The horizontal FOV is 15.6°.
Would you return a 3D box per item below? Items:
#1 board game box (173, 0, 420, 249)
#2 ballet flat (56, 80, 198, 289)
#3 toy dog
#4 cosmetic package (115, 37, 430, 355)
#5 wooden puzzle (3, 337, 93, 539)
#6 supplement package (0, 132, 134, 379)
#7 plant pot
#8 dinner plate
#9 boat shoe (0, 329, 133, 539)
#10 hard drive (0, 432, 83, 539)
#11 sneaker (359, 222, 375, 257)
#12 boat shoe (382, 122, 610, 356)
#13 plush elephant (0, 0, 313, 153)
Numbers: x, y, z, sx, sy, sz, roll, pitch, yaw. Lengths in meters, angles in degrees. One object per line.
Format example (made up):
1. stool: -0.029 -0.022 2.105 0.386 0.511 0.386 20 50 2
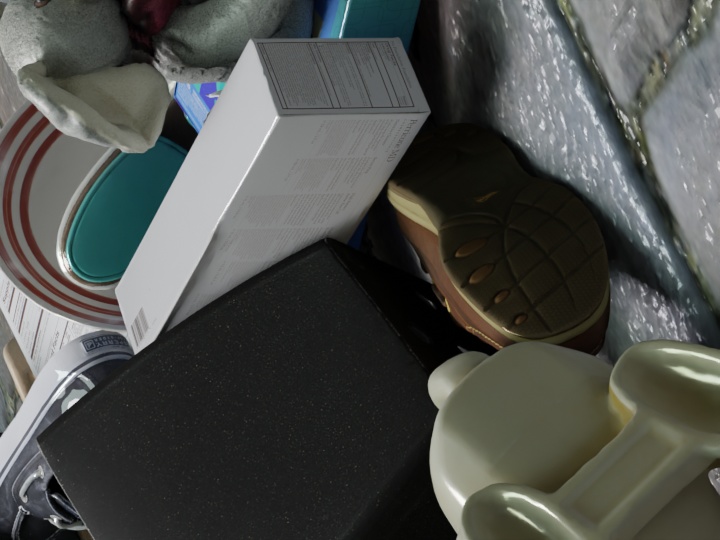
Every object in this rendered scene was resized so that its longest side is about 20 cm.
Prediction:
1. board game box: -0.034 -0.124 1.333 0.152 0.045 0.201 56 146 38
2. ballet flat: -0.103 -0.076 1.481 0.069 0.201 0.069 35 179 1
3. toy dog: 0.105 0.137 1.110 0.193 0.140 0.201 19 147 41
4. cosmetic package: -0.046 -0.032 1.262 0.200 0.082 0.051 -56 44 46
5. wooden puzzle: -0.115 0.105 1.710 0.201 0.184 0.037 64 161 13
6. supplement package: -0.109 0.025 1.599 0.201 0.151 0.151 59 145 31
7. plant pot: -0.003 0.104 1.278 0.199 0.178 0.200 23 -158 -49
8. dinner plate: -0.122 -0.045 1.520 0.201 0.199 0.024 58 164 31
9. boat shoe: -0.168 0.118 1.518 0.068 0.071 0.200 62 141 27
10. hard drive: -0.219 0.168 1.633 0.200 0.033 0.140 10 -125 -63
11. sneaker: 0.000 0.000 1.443 0.099 0.071 0.202 15 107 30
12. boat shoe: 0.068 -0.002 1.205 0.200 0.072 0.068 -127 16 -60
13. plush elephant: -0.109 -0.136 1.253 0.165 0.154 0.202 35 128 53
